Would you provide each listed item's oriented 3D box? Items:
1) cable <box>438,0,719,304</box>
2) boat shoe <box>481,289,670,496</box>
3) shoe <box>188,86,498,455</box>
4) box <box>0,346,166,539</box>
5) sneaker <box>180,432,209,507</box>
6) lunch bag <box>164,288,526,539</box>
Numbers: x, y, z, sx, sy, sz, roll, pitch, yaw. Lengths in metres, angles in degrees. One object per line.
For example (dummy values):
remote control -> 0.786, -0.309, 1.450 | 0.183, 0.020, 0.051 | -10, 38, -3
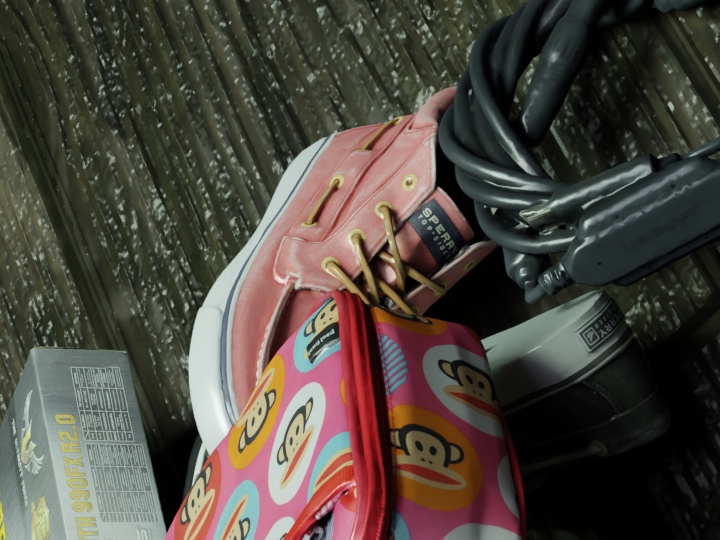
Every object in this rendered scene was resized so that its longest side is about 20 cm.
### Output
cable -> 0.127, -0.077, 0.891 | 0.200, 0.051, 0.163 | -32, 41, 15
boat shoe -> 0.042, 0.069, 0.925 | 0.200, 0.071, 0.064 | -26, 99, 52
shoe -> 0.000, 0.000, 0.937 | 0.091, 0.072, 0.200 | -24, 28, 34
box -> -0.130, 0.160, 1.026 | 0.159, 0.048, 0.200 | 119, 144, -45
sneaker -> -0.066, 0.161, 1.005 | 0.087, 0.076, 0.201 | -21, 65, 45
lunch bag -> -0.014, 0.127, 0.810 | 0.176, 0.082, 0.200 | -99, 32, -53
